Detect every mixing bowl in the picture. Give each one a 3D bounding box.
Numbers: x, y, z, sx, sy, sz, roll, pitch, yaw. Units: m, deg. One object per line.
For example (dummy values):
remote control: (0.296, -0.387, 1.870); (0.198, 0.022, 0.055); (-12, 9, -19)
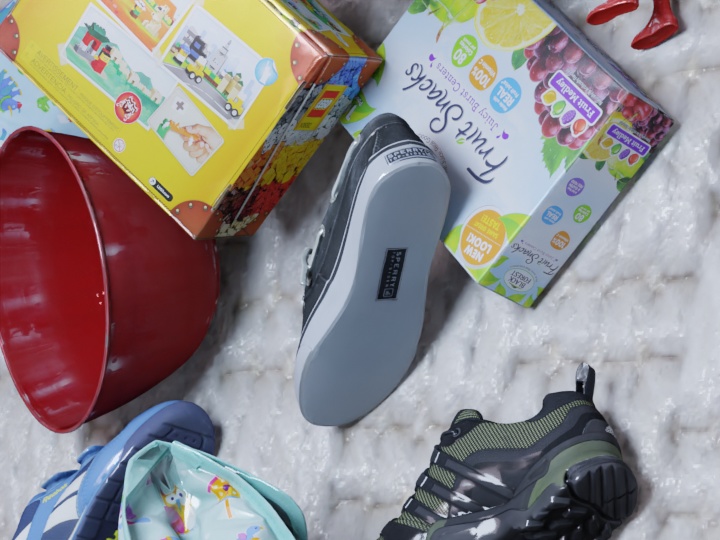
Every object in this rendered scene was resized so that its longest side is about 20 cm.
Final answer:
mixing bowl: (-0.161, -0.001, 1.537); (0.200, 0.108, 0.201); (24, 118, 56)

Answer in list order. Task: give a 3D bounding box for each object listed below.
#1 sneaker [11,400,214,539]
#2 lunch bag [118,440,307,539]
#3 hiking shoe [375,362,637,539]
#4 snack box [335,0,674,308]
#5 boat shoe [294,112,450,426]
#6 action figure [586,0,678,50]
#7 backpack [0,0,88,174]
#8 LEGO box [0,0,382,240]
sneaker: (-0.174, 0.154, 1.525); (0.200, 0.074, 0.082); (-51, 41, 12)
lunch bag: (-0.078, 0.214, 1.316); (0.200, 0.121, 0.171); (-125, 26, -44)
hiking shoe: (0.063, 0.133, 1.312); (0.200, 0.076, 0.101); (-30, 42, 20)
snack box: (0.080, -0.092, 1.409); (0.142, 0.053, 0.200); (-53, 42, 13)
boat shoe: (-0.003, 0.000, 1.397); (0.068, 0.073, 0.200); (-120, 33, -48)
action figure: (0.132, -0.223, 1.415); (0.099, 0.065, 0.201); (-22, 58, 38)
backpack: (-0.187, -0.145, 1.615); (0.200, 0.154, 0.163); (-37, 90, 31)
LEGO box: (-0.112, -0.140, 1.473); (0.200, 0.077, 0.149); (44, 109, 17)
